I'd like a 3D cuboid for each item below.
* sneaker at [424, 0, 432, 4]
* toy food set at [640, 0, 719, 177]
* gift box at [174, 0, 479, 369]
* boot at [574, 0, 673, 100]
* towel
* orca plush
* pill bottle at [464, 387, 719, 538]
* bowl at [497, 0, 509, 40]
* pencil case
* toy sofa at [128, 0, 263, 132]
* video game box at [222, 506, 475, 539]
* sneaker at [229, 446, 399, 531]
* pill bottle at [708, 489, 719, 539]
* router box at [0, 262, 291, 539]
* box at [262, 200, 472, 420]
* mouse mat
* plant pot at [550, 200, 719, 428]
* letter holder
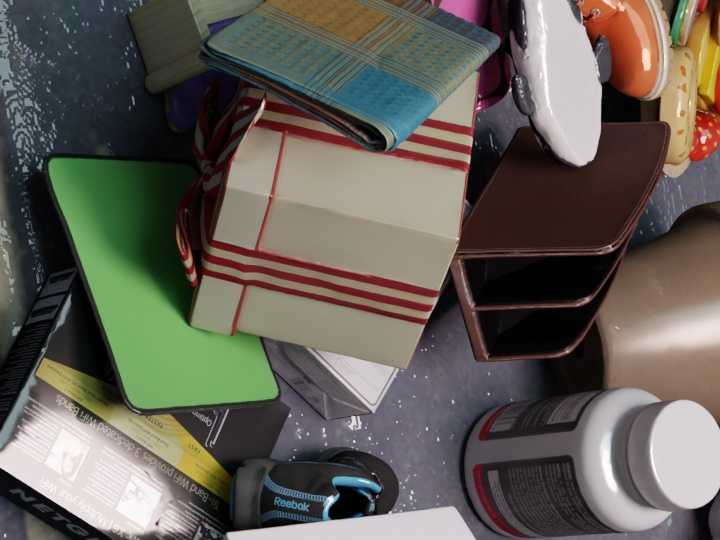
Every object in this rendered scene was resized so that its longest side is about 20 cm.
[{"bbox_3d":[0.008,-0.205,1.563,0.088,0.076,0.201,-32,108,-54],"label":"sneaker"},{"bbox_3d":[0.290,-0.178,1.826,0.200,0.048,0.199,27,75,-66],"label":"toy food set"},{"bbox_3d":[-0.026,-0.068,1.466,0.186,0.200,0.185,12,47,-5],"label":"gift box"},{"bbox_3d":[0.171,-0.216,1.674,0.107,0.075,0.201,-27,90,-35],"label":"boot"},{"bbox_3d":[-0.003,-0.148,1.420,0.146,0.022,0.200,27,33,12],"label":"towel"},{"bbox_3d":[0.125,-0.174,1.627,0.105,0.071,0.200,-47,122,-26],"label":"orca plush"},{"bbox_3d":[0.182,0.149,1.637,0.110,0.200,0.111,7,78,-37],"label":"pill bottle"},{"bbox_3d":[0.150,-0.257,1.763,0.201,0.090,0.202,9,76,-37],"label":"bowl"},{"bbox_3d":[0.066,-0.219,1.652,0.093,0.091,0.201,-23,123,-18],"label":"pencil case"},{"bbox_3d":[-0.065,-0.177,1.585,0.200,0.083,0.098,-19,92,-39],"label":"toy sofa"},{"bbox_3d":[-0.039,0.245,1.468,0.199,0.183,0.047,-1,43,-38],"label":"video game box"},{"bbox_3d":[-0.014,0.171,1.525,0.200,0.082,0.074,1,95,-62],"label":"sneaker"},{"bbox_3d":[0.372,0.197,1.830,0.113,0.113,0.200,47,57,-21],"label":"pill bottle"},{"bbox_3d":[-0.161,0.115,1.471,0.200,0.052,0.158,38,61,-26],"label":"router box"},{"bbox_3d":[0.000,0.000,1.614,0.117,0.060,0.200,46,57,-22],"label":"box"},{"bbox_3d":[-0.138,0.008,1.486,0.161,0.008,0.201,0,63,-51],"label":"mouse mat"},{"bbox_3d":[0.252,0.051,1.741,0.174,0.200,0.201,-10,87,-20],"label":"plant pot"},{"bbox_3d":[0.171,-0.027,1.651,0.200,0.142,0.101,-58,138,-51],"label":"letter holder"}]
